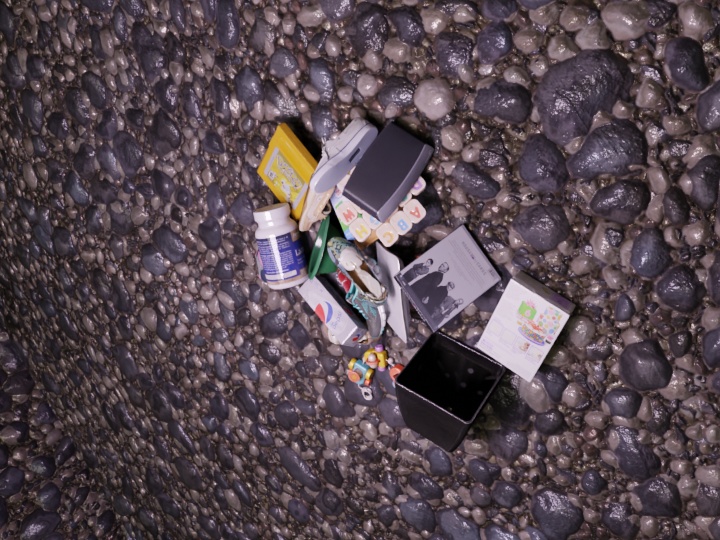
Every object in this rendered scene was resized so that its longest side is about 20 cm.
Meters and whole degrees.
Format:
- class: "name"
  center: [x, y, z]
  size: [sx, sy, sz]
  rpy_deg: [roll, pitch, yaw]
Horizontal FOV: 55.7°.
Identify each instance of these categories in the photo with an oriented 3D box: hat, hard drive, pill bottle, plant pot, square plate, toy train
- class: "hat"
  center: [-0.030, -0.030, 1.714]
  size: [0.173, 0.168, 0.201]
  rpy_deg: [15, 141, -10]
- class: "hard drive"
  center: [0.057, -0.221, 1.498]
  size: [0.134, 0.042, 0.201]
  rpy_deg: [35, 89, 17]
- class: "pill bottle"
  center: [-0.206, -0.064, 1.752]
  size: [0.114, 0.115, 0.203]
  rpy_deg: [-1, 110, 36]
- class: "plant pot"
  center: [0.202, 0.304, 1.615]
  size: [0.197, 0.200, 0.180]
  rpy_deg: [26, 134, 23]
- class: "square plate"
  center: [0.080, 0.044, 1.608]
  size: [0.200, 0.028, 0.202]
  rpy_deg: [-134, 36, -71]
- class: "toy train"
  center: [0.043, 0.282, 1.799]
  size: [0.199, 0.055, 0.152]
  rpy_deg: [-29, 92, 40]

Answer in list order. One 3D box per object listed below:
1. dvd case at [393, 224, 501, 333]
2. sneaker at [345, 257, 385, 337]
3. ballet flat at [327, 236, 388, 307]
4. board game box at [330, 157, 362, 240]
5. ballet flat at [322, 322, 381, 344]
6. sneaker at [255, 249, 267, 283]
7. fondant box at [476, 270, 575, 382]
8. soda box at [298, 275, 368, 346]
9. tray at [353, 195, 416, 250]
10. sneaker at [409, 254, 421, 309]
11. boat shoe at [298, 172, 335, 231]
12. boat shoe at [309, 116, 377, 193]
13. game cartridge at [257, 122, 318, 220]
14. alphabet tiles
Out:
- class: "dvd case"
  center: [0.192, 0.016, 1.495]
  size: [0.151, 0.199, 0.025]
  rpy_deg: [54, 166, 1]
- class: "sneaker"
  center: [0.007, 0.073, 1.689]
  size: [0.077, 0.090, 0.204]
  rpy_deg: [-155, 53, -68]
- class: "ballet flat"
  center: [0.000, 0.000, 1.605]
  size: [0.074, 0.074, 0.201]
  rpy_deg: [-31, 106, 40]
- class: "board game box"
  center: [-0.013, -0.197, 1.602]
  size: [0.151, 0.036, 0.203]
  rpy_deg: [-35, 72, 40]
- class: "ballet flat"
  center: [-0.037, 0.165, 1.795]
  size: [0.197, 0.067, 0.069]
  rpy_deg: [-7, 108, 38]
- class: "sneaker"
  center: [-0.258, -0.059, 1.852]
  size: [0.081, 0.070, 0.204]
  rpy_deg: [16, 115, 36]
- class: "fondant box"
  center: [0.360, 0.123, 1.497]
  size: [0.143, 0.058, 0.202]
  rpy_deg: [33, 127, 19]
- class: "soda box"
  center: [-0.071, 0.101, 1.747]
  size: [0.064, 0.068, 0.200]
  rpy_deg: [-47, 64, 11]
- class: "tray"
  center: [0.044, -0.137, 1.620]
  size: [0.199, 0.037, 0.099]
  rpy_deg: [-33, 90, 40]
- class: "sneaker"
  center: [0.148, 0.022, 1.602]
  size: [0.199, 0.076, 0.114]
  rpy_deg: [-32, 68, 54]
- class: "boat shoe"
  center: [-0.103, -0.152, 1.631]
  size: [0.068, 0.075, 0.201]
  rpy_deg: [13, 151, -8]
- class: "boat shoe"
  center: [-0.057, -0.268, 1.529]
  size: [0.086, 0.075, 0.202]
  rpy_deg: [40, 87, 26]
- class: "game cartridge"
  center: [-0.174, -0.241, 1.698]
  size: [0.177, 0.032, 0.200]
  rpy_deg: [51, 147, 6]
- class: "alphabet tiles"
  center: [0.045, -0.161, 1.520]
  size: [0.199, 0.015, 0.197]
  rpy_deg: [-39, 76, 3]
